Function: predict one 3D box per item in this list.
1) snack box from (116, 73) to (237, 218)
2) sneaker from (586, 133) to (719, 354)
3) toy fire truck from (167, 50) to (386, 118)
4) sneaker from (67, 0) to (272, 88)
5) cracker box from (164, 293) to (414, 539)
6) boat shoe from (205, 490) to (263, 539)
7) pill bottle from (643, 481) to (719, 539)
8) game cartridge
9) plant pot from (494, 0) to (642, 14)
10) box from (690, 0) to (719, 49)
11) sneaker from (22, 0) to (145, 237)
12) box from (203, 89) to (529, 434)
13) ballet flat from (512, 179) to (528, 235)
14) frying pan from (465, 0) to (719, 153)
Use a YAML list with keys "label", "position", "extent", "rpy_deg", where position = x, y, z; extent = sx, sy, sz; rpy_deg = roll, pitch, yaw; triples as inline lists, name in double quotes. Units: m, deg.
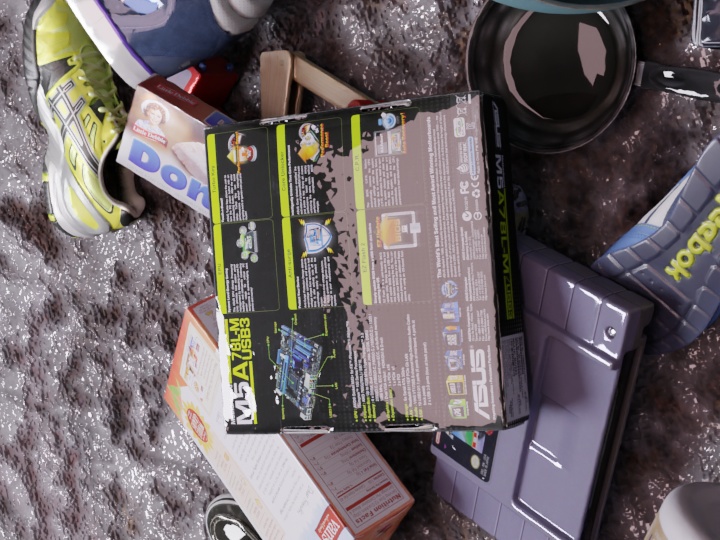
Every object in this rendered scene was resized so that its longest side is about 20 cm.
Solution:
- label: "snack box"
  position: [-0.072, -0.054, 0.903]
  extent: [0.200, 0.024, 0.072]
  rpy_deg: [31, 132, 7]
- label: "sneaker"
  position: [0.200, -0.021, 0.759]
  extent: [0.074, 0.082, 0.200]
  rpy_deg: [45, 139, 7]
- label: "toy fire truck"
  position: [-0.062, -0.106, 0.947]
  extent: [0.200, 0.049, 0.141]
  rpy_deg: [49, 120, 22]
- label: "sneaker"
  position: [-0.144, -0.238, 0.906]
  extent: [0.146, 0.081, 0.200]
  rpy_deg: [-31, 99, 12]
- label: "cracker box"
  position: [-0.056, 0.123, 0.937]
  extent: [0.200, 0.058, 0.134]
  rpy_deg: [52, 148, 19]
- label: "boat shoe"
  position: [-0.056, 0.243, 0.977]
  extent: [0.200, 0.064, 0.071]
  rpy_deg: [45, 119, 23]
- label: "pill bottle"
  position: [0.191, 0.233, 0.766]
  extent: [0.116, 0.116, 0.200]
  rpy_deg: [33, 113, 28]
- label: "game cartridge"
  position: [0.104, 0.084, 0.826]
  extent: [0.130, 0.038, 0.200]
  rpy_deg: [29, 123, 37]
- label: "plant pot"
  position: [0.096, -0.237, 0.749]
  extent: [0.135, 0.200, 0.200]
  rpy_deg: [-176, 79, -73]
- label: "box"
  position: [0.249, -0.200, 0.616]
  extent: [0.124, 0.200, 0.197]
  rpy_deg: [5, 100, 34]
- label: "sneaker"
  position: [-0.210, -0.126, 1.044]
  extent: [0.076, 0.075, 0.200]
  rpy_deg: [0, 106, 29]
- label: "box"
  position: [0.000, 0.000, 0.814]
  extent: [0.193, 0.048, 0.200]
  rpy_deg: [-5, 89, 28]
- label: "ballet flat"
  position: [0.039, 0.022, 0.878]
  extent: [0.072, 0.072, 0.200]
  rpy_deg: [47, 119, 22]
- label: "frying pan"
  position: [0.149, -0.136, 0.800]
  extent: [0.190, 0.031, 0.115]
  rpy_deg: [-11, 90, 33]
